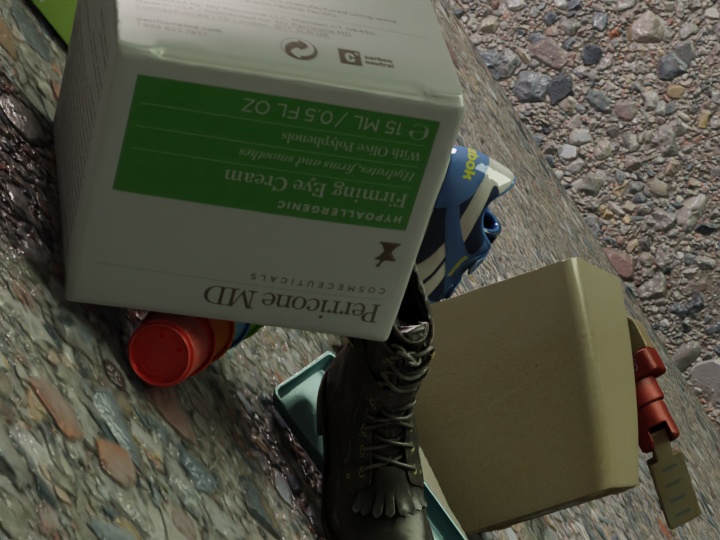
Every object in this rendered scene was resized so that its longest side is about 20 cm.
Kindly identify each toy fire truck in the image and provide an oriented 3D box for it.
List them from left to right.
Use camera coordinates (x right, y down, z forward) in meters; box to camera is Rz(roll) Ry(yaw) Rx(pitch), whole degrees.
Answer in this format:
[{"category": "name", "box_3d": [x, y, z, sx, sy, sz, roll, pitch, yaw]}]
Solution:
[{"category": "toy fire truck", "box_3d": [0.227, 0.162, 1.882, 0.200, 0.176, 0.129, 63, 12, 14]}]

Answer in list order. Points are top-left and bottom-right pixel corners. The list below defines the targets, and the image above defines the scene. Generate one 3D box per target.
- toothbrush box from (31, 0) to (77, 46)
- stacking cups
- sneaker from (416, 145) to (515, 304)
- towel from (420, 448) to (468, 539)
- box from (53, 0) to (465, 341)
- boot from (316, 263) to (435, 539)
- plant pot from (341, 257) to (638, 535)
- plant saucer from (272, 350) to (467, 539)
[{"category": "toothbrush box", "box_3d": [-0.153, -0.184, 1.425, 0.200, 0.086, 0.146, 50, 15, -31]}, {"category": "stacking cups", "box_3d": [-0.098, 0.033, 1.227, 0.061, 0.060, 0.200, 58, 18, -5]}, {"category": "sneaker", "box_3d": [0.075, -0.017, 1.723, 0.082, 0.200, 0.074, 11, 33, -8]}, {"category": "towel", "box_3d": [0.038, 0.177, 1.447, 0.200, 0.034, 0.133, 63, 11, 16]}, {"category": "box", "box_3d": [-0.068, -0.091, 1.163, 0.199, 0.171, 0.200, 8, 34, -15]}, {"category": "boot", "box_3d": [0.015, 0.090, 1.253, 0.174, 0.069, 0.200, 107, -28, -56]}, {"category": "plant pot", "box_3d": [0.125, 0.112, 1.617, 0.200, 0.200, 0.177, 18, 55, -72]}, {"category": "plant saucer", "box_3d": [0.014, 0.151, 1.359, 0.200, 0.019, 0.070, 54, 42, 3]}]
